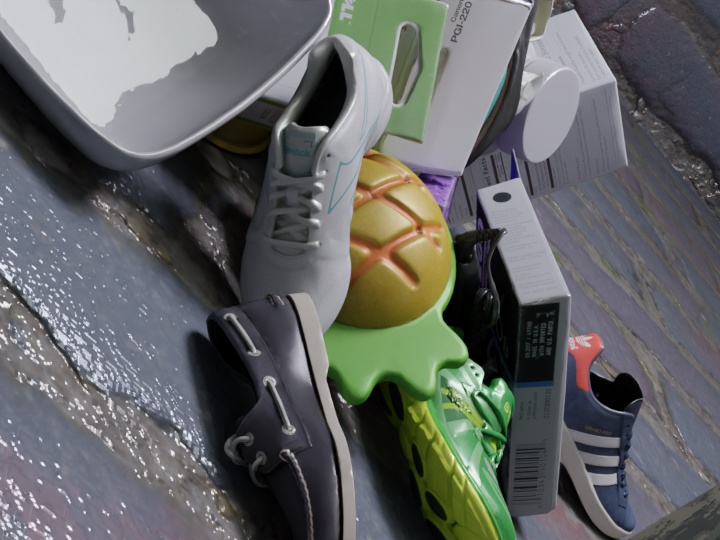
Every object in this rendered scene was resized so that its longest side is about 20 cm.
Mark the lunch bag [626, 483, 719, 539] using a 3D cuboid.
[{"bbox_3d":[0.245,0.250,1.006,0.168,0.200,0.139,51,18,-5],"label":"lunch bag"}]

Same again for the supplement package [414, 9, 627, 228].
[{"bbox_3d":[0.124,-0.132,1.380,0.110,0.200,0.114,71,-1,-46],"label":"supplement package"}]

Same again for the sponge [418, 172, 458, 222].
[{"bbox_3d":[0.047,-0.023,1.168,0.030,0.112,0.200,15,16,4],"label":"sponge"}]

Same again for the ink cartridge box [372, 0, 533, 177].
[{"bbox_3d":[0.024,-0.178,1.143,0.085,0.146,0.200,9,24,-31],"label":"ink cartridge box"}]

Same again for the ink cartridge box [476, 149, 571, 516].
[{"bbox_3d":[0.112,0.043,1.142,0.200,0.043,0.198,-100,-174,-55],"label":"ink cartridge box"}]

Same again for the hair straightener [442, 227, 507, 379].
[{"bbox_3d":[0.084,0.035,1.082,0.077,0.041,0.200,57,-24,23],"label":"hair straightener"}]

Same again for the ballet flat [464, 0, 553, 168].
[{"bbox_3d":[0.110,-0.166,1.150,0.068,0.200,0.068,8,12,-37],"label":"ballet flat"}]

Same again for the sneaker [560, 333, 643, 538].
[{"bbox_3d":[0.205,0.137,1.271,0.200,0.084,0.075,60,9,-29],"label":"sneaker"}]

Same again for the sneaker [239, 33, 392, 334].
[{"bbox_3d":[-0.036,-0.049,0.923,0.080,0.070,0.201,44,58,-73],"label":"sneaker"}]

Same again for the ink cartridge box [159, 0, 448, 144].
[{"bbox_3d":[-0.051,-0.151,1.014,0.200,0.059,0.104,15,75,-14],"label":"ink cartridge box"}]

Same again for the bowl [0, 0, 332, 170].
[{"bbox_3d":[-0.140,-0.164,0.902,0.200,0.075,0.200,50,56,-4],"label":"bowl"}]

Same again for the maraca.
[{"bbox_3d":[0.000,0.000,0.997,0.107,0.137,0.200,106,-24,-52],"label":"maraca"}]

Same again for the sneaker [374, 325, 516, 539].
[{"bbox_3d":[0.067,0.103,0.995,0.074,0.083,0.200,97,-20,-46],"label":"sneaker"}]

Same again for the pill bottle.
[{"bbox_3d":[0.076,-0.161,1.270,0.200,0.112,0.112,28,3,30],"label":"pill bottle"}]

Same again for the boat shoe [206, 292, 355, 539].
[{"bbox_3d":[-0.045,0.095,0.823,0.063,0.073,0.200,-1,48,-14],"label":"boat shoe"}]

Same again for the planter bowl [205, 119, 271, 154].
[{"bbox_3d":[-0.091,-0.191,1.109,0.200,0.083,0.201,44,32,-36],"label":"planter bowl"}]
